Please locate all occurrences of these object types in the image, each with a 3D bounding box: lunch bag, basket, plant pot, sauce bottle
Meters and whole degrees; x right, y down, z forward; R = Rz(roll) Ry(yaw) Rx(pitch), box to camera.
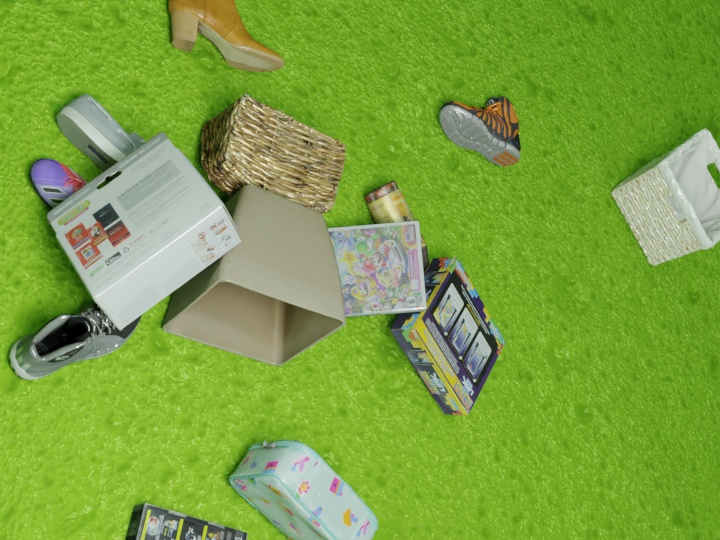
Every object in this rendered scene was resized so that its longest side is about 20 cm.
[{"bbox_3d":[-0.082,0.317,1.414,0.200,0.159,0.077,49,58,-18],"label":"lunch bag"},{"bbox_3d":[0.655,-0.147,2.088,0.199,0.160,0.200,-32,93,-37],"label":"basket"},{"bbox_3d":[-0.146,0.000,1.461,0.197,0.199,0.180,19,58,-28],"label":"plant pot"},{"bbox_3d":[-0.143,-0.148,1.549,0.198,0.148,0.145,23,68,-28],"label":"basket"},{"bbox_3d":[0.075,-0.049,1.709,0.066,0.066,0.202,-31,97,-38],"label":"sauce bottle"}]

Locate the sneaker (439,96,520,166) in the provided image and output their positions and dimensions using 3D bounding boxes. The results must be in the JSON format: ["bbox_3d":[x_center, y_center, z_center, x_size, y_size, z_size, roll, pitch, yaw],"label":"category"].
[{"bbox_3d":[0.222,-0.283,1.896,0.199,0.077,0.114,30,54,-36],"label":"sneaker"}]

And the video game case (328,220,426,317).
[{"bbox_3d":[0.000,0.000,1.598,0.196,0.018,0.146,-5,73,2],"label":"video game case"}]

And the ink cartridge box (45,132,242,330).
[{"bbox_3d":[-0.285,-0.056,1.334,0.199,0.084,0.176,-36,56,-8],"label":"ink cartridge box"}]

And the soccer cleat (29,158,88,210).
[{"bbox_3d":[-0.367,-0.087,1.408,0.200,0.073,0.069,45,54,-14],"label":"soccer cleat"}]

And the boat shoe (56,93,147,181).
[{"bbox_3d":[-0.339,-0.172,1.460,0.201,0.070,0.072,44,58,-11],"label":"boat shoe"}]

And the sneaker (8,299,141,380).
[{"bbox_3d":[-0.353,0.078,1.333,0.199,0.115,0.076,-32,92,-37],"label":"sneaker"}]

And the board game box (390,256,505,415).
[{"bbox_3d":[0.147,0.108,1.673,0.166,0.056,0.201,-54,125,-34],"label":"board game box"}]

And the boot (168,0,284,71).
[{"bbox_3d":[-0.209,-0.408,1.632,0.198,0.071,0.147,11,70,-26],"label":"boot"}]

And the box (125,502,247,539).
[{"bbox_3d":[-0.242,0.425,1.333,0.158,0.044,0.203,22,62,-26],"label":"box"}]
